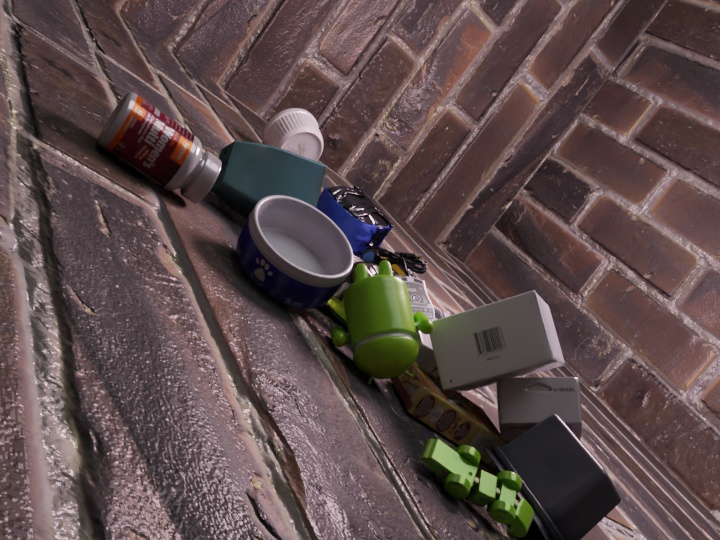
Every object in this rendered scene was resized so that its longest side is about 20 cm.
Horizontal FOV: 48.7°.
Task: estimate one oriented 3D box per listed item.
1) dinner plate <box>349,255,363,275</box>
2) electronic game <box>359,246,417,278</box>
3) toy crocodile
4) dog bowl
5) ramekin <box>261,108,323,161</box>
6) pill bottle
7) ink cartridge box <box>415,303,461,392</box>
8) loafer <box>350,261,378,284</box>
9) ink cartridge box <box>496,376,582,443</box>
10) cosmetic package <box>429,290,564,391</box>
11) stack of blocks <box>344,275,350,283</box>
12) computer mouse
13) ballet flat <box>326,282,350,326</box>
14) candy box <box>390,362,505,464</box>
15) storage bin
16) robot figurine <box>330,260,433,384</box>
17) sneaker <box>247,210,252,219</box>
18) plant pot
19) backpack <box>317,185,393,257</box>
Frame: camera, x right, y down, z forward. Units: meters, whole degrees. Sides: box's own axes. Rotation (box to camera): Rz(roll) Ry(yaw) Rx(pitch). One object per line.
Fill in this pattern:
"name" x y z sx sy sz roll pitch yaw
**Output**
"dinner plate" 0.000 0.000 1.623 0.197 0.025 0.200 29 7 -4
"electronic game" 0.070 0.034 1.763 0.199 0.041 0.202 38 -30 26
"toy crocodile" 0.171 0.313 1.149 0.198 0.062 0.068 33 46 -8
"dog bowl" -0.113 -0.033 1.382 0.197 0.079 0.202 26 33 -18
"ramekin" -0.213 -0.411 2.582 0.199 0.200 0.106 28 23 -47
"pill bottle" -0.349 -0.211 1.398 0.198 0.110 0.110 34 10 -26
"ink cartridge box" 0.138 0.146 1.587 0.199 0.084 0.147 32 32 -40
"loafer" 0.024 0.080 1.470 0.204 0.072 0.072 67 14 11
"ink cartridge box" 0.322 0.269 1.434 0.201 0.142 0.086 66 25 -58
"cosmetic package" 0.246 0.132 1.422 0.200 0.195 0.126 28 47 -68
"stack of blocks" -0.037 0.004 1.748 0.199 0.059 0.115 42 10 14
"computer mouse" 0.089 0.042 1.514 0.107 0.044 0.203 8 44 -18
"ballet flat" -0.055 0.041 1.492 0.198 0.067 0.067 36 9 -19
"candy box" 0.152 0.244 1.389 0.199 0.056 0.116 36 8 -23
"storage bin" 0.315 0.339 1.267 0.147 0.133 0.201 54 1 -32
"robot figurine" 0.034 0.089 1.340 0.116 0.171 0.204 96 -15 -64
"sneaker" -0.147 -0.041 1.563 0.200 0.074 0.087 46 -4 7
"plant pot" -0.198 -0.176 1.633 0.197 0.145 0.140 21 -13 -26
"backpack" -0.035 -0.105 1.928 0.162 0.169 0.199 39 13 19
